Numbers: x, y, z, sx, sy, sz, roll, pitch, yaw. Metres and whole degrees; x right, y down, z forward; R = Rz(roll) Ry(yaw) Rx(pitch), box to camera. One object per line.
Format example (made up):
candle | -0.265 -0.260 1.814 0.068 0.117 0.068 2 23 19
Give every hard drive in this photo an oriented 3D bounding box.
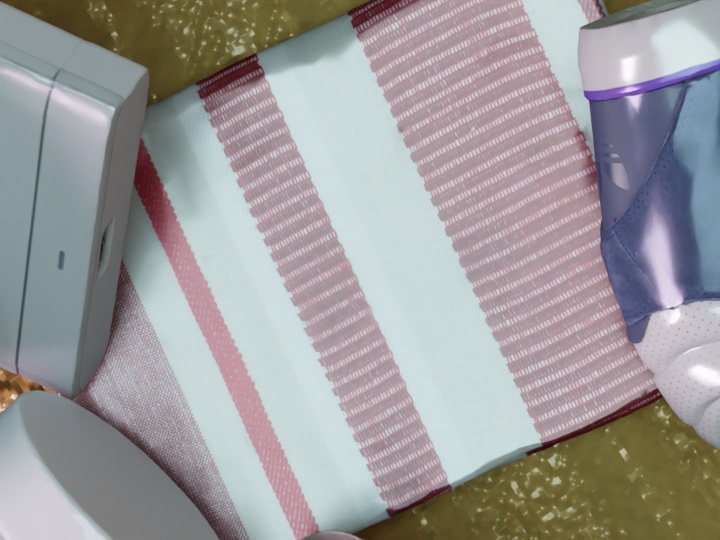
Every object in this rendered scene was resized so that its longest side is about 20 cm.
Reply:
hard drive | -0.160 -0.049 0.835 0.200 0.132 0.027 25 52 8

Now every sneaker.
sneaker | 0.165 -0.022 0.834 0.199 0.081 0.147 -15 97 -7

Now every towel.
towel | 0.000 0.000 0.883 0.200 0.023 0.144 -25 90 6

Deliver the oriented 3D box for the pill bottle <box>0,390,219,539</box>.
pill bottle | -0.132 0.133 0.849 0.112 0.112 0.200 45 101 2

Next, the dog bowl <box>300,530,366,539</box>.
dog bowl | 0.000 0.174 0.811 0.059 0.200 0.201 13 95 -20
